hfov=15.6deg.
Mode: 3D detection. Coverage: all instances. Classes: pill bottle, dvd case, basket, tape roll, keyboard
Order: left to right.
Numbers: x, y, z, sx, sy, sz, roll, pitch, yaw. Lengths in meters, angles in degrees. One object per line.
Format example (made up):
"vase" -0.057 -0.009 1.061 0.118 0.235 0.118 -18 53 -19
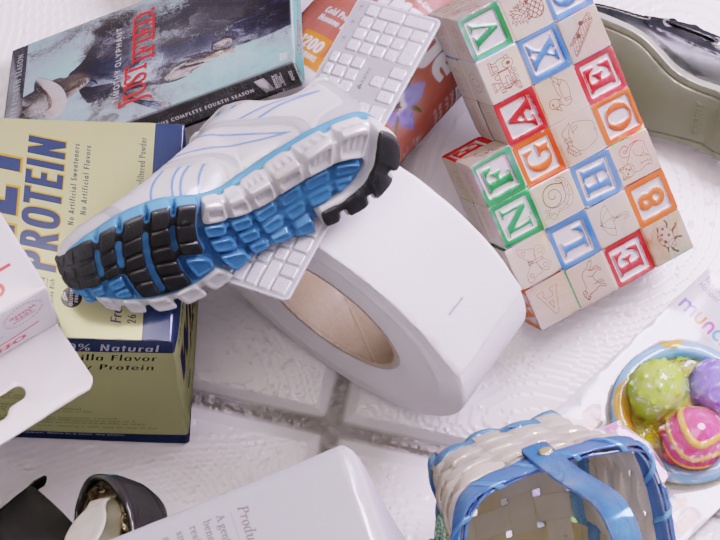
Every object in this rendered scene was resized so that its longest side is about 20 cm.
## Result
"dvd case" -0.131 -0.128 1.649 0.199 0.022 0.146 -20 34 11
"keyboard" -0.020 -0.071 1.498 0.056 0.011 0.201 15 64 30
"tape roll" 0.000 0.000 1.575 0.202 0.203 0.071 34 72 11
"pill bottle" 0.033 -0.159 1.682 0.112 0.112 0.200 38 74 13
"basket" 0.120 0.180 1.480 0.138 0.200 0.178 -19 111 -20

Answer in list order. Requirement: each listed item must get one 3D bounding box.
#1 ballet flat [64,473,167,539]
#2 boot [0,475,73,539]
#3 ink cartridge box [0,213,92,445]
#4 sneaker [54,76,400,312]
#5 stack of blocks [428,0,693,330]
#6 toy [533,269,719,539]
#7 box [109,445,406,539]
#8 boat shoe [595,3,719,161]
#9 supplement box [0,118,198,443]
"ballet flat" -0.159 0.205 1.515 0.068 0.068 0.201 -14 50 24
"boot" -0.189 0.228 1.559 0.138 0.078 0.200 -35 75 -18
"ink cartridge box" -0.244 0.002 1.429 0.115 0.068 0.201 -32 74 -11
"sneaker" -0.081 -0.047 1.462 0.199 0.075 0.087 -24 48 -10
"stack of blocks" 0.113 -0.080 1.627 0.115 0.059 0.201 -27 107 -11
"toy" 0.192 0.096 1.623 0.200 0.047 0.115 -42 77 -14
"box" -0.031 0.241 1.396 0.170 0.200 0.200 -22 59 3
"boat shoe" 0.209 -0.129 1.700 0.198 0.075 0.066 23 42 16
"supplement box" -0.199 0.009 1.570 0.198 0.200 0.135 2 70 0
